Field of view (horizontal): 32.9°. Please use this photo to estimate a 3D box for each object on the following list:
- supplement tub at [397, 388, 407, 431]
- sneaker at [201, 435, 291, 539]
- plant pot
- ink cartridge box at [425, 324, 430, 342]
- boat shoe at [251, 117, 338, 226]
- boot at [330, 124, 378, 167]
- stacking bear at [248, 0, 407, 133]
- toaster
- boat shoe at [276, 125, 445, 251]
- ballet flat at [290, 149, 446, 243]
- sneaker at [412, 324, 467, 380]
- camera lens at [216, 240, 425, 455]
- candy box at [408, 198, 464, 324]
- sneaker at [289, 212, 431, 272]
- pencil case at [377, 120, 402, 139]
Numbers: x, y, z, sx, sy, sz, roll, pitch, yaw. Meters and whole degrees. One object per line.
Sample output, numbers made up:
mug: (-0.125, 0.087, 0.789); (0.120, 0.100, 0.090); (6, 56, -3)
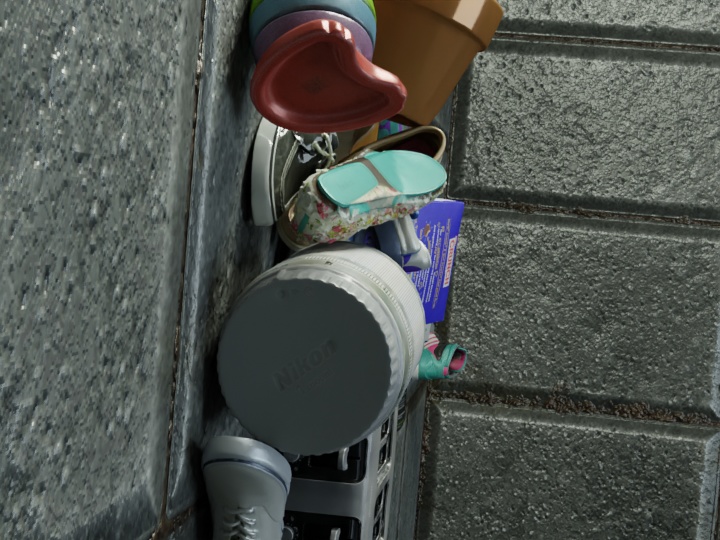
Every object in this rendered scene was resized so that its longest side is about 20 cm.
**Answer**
supplement tub: (-0.004, 0.082, 1.387); (0.123, 0.122, 0.202); (-55, 149, -74)
sneaker: (-0.093, 0.203, 1.007); (0.201, 0.072, 0.071); (84, 11, -56)
plant pot: (0.029, -0.233, 1.240); (0.200, 0.199, 0.141); (1, 111, -82)
ink cartridge box: (0.047, 0.060, 1.731); (0.199, 0.040, 0.202); (-3, 104, -61)
boat shoe: (-0.053, -0.120, 1.104); (0.071, 0.063, 0.201); (86, 14, -49)
boot: (-0.018, -0.130, 1.383); (0.144, 0.070, 0.203); (75, 24, -84)
stacking bear: (-0.037, -0.225, 1.012); (0.121, 0.113, 0.201); (36, 43, -46)
toaster: (-0.033, 0.216, 1.269); (0.200, 0.118, 0.182); (-17, 113, -80)
boat shoe: (0.004, -0.089, 1.198); (0.200, 0.074, 0.069); (-35, 172, -27)
ballet flat: (0.003, -0.067, 1.114); (0.199, 0.076, 0.064); (-15, 150, -51)
sneaker: (0.184, 0.182, 2.777); (0.200, 0.120, 0.084); (-73, 166, -56)
camera lens: (-0.029, 0.063, 1.052); (0.200, 0.159, 0.161); (-43, 138, -78)
candy box: (0.048, -0.012, 1.585); (0.200, 0.077, 0.170); (-4, 106, -58)
sneaker: (0.000, 0.000, 1.237); (0.081, 0.145, 0.201); (105, -7, -62)
pencil case: (0.016, -0.178, 1.491); (0.200, 0.085, 0.093); (80, 34, -63)
